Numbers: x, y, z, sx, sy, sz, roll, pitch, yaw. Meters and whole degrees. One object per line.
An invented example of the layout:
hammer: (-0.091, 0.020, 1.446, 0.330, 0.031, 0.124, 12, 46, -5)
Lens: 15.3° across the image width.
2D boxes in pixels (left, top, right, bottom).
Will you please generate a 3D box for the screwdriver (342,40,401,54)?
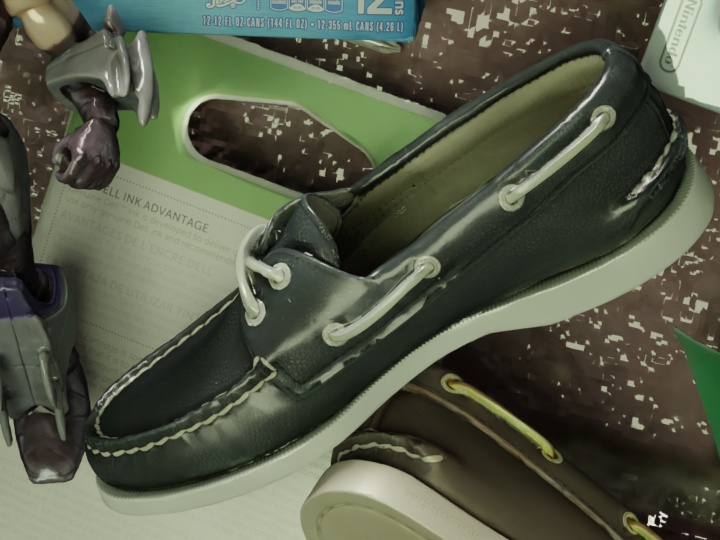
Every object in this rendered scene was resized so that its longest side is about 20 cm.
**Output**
screwdriver: (-0.084, -0.097, 0.833, 0.200, 0.029, 0.028, 18, 103, 9)

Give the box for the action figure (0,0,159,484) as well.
action figure: (-0.118, -0.033, 0.758, 0.130, 0.069, 0.200, 4, 133, 9)

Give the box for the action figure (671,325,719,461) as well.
action figure: (0.154, 0.107, 0.817, 0.118, 0.055, 0.200, 13, 123, 26)

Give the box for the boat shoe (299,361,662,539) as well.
boat shoe: (0.074, 0.102, 0.793, 0.200, 0.060, 0.072, 37, 145, -13)

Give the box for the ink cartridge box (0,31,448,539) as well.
ink cartridge box: (-0.042, 0.031, 0.845, 0.145, 0.048, 0.200, 21, 95, 15)

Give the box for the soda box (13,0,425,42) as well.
soda box: (-0.080, -0.106, 0.789, 0.200, 0.068, 0.064, 3, 104, 3)

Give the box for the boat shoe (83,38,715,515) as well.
boat shoe: (0.000, 0.000, 0.763, 0.200, 0.076, 0.060, -31, 121, 5)

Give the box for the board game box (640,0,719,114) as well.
board game box: (0.197, -0.090, 0.745, 0.200, 0.064, 0.148, 21, 112, 6)
